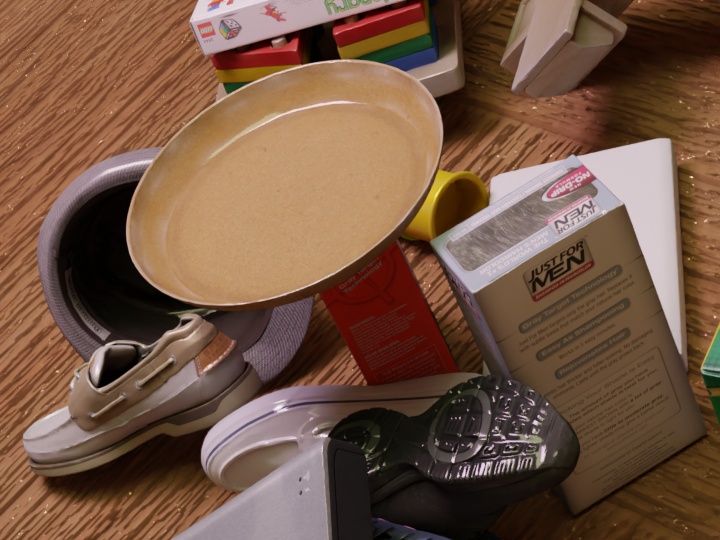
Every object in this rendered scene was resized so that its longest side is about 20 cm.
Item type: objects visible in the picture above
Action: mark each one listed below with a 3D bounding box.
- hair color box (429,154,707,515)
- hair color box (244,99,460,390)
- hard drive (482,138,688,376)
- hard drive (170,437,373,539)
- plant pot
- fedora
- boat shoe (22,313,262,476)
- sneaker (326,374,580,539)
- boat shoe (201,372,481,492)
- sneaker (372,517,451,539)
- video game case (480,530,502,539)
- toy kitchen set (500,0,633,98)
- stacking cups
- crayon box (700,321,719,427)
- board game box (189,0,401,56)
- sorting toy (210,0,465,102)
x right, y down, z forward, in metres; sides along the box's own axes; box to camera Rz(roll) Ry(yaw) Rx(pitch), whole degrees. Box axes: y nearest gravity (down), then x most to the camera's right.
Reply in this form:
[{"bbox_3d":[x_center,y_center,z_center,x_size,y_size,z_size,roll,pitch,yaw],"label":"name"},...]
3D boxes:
[{"bbox_3d":[0.125,0.041,1.152,0.099,0.200,0.061,-31,40,-5],"label":"hair color box"},{"bbox_3d":[0.000,0.000,1.262,0.061,0.200,0.102,-27,41,1],"label":"hair color box"},{"bbox_3d":[0.149,-0.001,1.318,0.131,0.027,0.200,-12,43,17],"label":"hard drive"},{"bbox_3d":[-0.062,0.198,1.119,0.200,0.033,0.140,-37,48,43],"label":"hard drive"},{"bbox_3d":[-0.042,-0.047,1.159,0.199,0.028,0.200,-15,43,14],"label":"plant pot"},{"bbox_3d":[-0.124,-0.003,1.395,0.199,0.178,0.090,4,11,6],"label":"fedora"},{"bbox_3d":[-0.158,0.081,1.330,0.200,0.069,0.075,-22,19,31],"label":"boat shoe"},{"bbox_3d":[0.059,0.119,1.145,0.200,0.091,0.076,-12,40,50],"label":"sneaker"},{"bbox_3d":[-0.008,0.113,1.245,0.199,0.074,0.067,-15,39,12],"label":"boat shoe"},{"bbox_3d":[0.006,0.169,1.121,0.200,0.082,0.070,-15,26,52],"label":"sneaker"},{"bbox_3d":[0.022,0.229,1.098,0.200,0.018,0.143,-39,16,-8],"label":"video game case"},{"bbox_3d":[0.219,-0.161,1.415,0.200,0.180,0.163,-46,17,45],"label":"toy kitchen set"},{"bbox_3d":[0.004,-0.061,1.444,0.200,0.061,0.061,18,57,46],"label":"stacking cups"},{"bbox_3d":[0.268,0.026,1.155,0.058,0.119,0.200,5,50,32],"label":"crayon box"},{"bbox_3d":[-0.023,-0.228,1.498,0.199,0.035,0.126,-14,29,16],"label":"board game box"},{"bbox_3d":[-0.026,-0.183,1.533,0.198,0.070,0.200,-17,28,10],"label":"sorting toy"}]
